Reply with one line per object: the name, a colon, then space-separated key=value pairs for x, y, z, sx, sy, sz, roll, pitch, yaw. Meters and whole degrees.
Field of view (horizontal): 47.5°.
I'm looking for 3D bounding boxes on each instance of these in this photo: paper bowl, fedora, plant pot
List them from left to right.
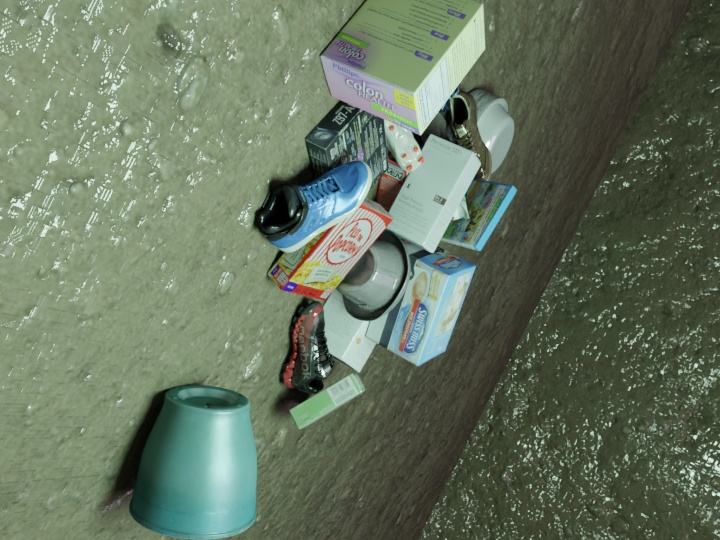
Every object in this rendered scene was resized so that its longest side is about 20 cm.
plant pot: x=-0.251 y=0.287 z=1.282 sx=0.200 sy=0.198 sz=0.190 roll=-5 pitch=105 yaw=-63
fedora: x=0.000 y=0.000 z=1.532 sx=0.090 sy=0.199 sz=0.179 roll=19 pitch=88 yaw=-40
paper bowl: x=0.270 y=-0.294 z=1.832 sx=0.201 sy=0.104 sz=0.202 roll=-47 pitch=154 yaw=-32

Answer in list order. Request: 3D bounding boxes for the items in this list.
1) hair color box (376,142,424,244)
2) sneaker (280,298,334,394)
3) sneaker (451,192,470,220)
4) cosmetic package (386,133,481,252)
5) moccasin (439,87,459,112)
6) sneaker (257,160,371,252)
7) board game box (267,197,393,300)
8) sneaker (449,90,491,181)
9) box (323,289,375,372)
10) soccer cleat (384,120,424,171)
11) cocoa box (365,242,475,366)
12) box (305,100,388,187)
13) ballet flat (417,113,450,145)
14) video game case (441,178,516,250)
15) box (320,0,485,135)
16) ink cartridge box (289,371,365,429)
hair color box: x=0.083 y=-0.147 z=1.650 sx=0.111 sy=0.064 sz=0.202 roll=-36 pitch=147 yaw=-46
sneaker: x=-0.089 y=0.153 z=1.568 sx=0.071 sy=0.097 sz=0.202 roll=-25 pitch=136 yaw=-52
sneaker: x=0.168 y=-0.179 z=1.647 sx=0.201 sy=0.088 sz=0.074 roll=-87 pitch=159 yaw=-44
cosmetic package: x=0.136 y=-0.146 z=1.556 sx=0.202 sy=0.101 sz=0.074 roll=-63 pitch=155 yaw=0
moccasin: x=0.149 y=-0.356 z=1.522 sx=0.200 sy=0.067 sz=0.081 roll=45 pitch=33 yaw=-67
sneaker: x=-0.075 y=-0.113 z=1.291 sx=0.199 sy=0.077 sz=0.111 roll=-36 pitch=157 yaw=7
board game box: x=-0.050 y=-0.044 z=1.424 sx=0.200 sy=0.046 sz=0.151 roll=-50 pitch=154 yaw=12
sneaker: x=0.217 y=-0.275 z=1.703 sx=0.075 sy=0.070 sz=0.202 roll=-3 pitch=78 yaw=-57
box: x=-0.006 y=0.088 z=1.670 sx=0.201 sy=0.097 sz=0.124 roll=-59 pitch=156 yaw=-8
soccer cleat: x=0.061 y=-0.269 z=1.484 sx=0.069 sy=0.078 sz=0.201 roll=-29 pitch=127 yaw=-11
cocoa box: x=0.119 y=0.062 z=1.615 sx=0.133 sy=0.130 sz=0.202 roll=-16 pitch=128 yaw=-57
box: x=-0.017 y=-0.199 z=1.410 sx=0.161 sy=0.043 sz=0.201 roll=-51 pitch=154 yaw=-24
ballet flat: x=0.153 y=-0.278 z=1.690 sx=0.067 sy=0.046 sz=0.200 roll=-40 pitch=151 yaw=5
video game case: x=0.210 y=-0.119 z=1.644 sx=0.018 sy=0.199 sz=0.144 roll=38 pitch=81 yaw=-32
box: x=0.070 y=-0.340 z=1.274 sx=0.201 sy=0.175 sz=0.097 roll=-54 pitch=155 yaw=-20
ink cartridge box: x=-0.060 y=0.261 z=1.665 sx=0.145 sy=0.048 sz=0.200 roll=-31 pitch=171 yaw=1
